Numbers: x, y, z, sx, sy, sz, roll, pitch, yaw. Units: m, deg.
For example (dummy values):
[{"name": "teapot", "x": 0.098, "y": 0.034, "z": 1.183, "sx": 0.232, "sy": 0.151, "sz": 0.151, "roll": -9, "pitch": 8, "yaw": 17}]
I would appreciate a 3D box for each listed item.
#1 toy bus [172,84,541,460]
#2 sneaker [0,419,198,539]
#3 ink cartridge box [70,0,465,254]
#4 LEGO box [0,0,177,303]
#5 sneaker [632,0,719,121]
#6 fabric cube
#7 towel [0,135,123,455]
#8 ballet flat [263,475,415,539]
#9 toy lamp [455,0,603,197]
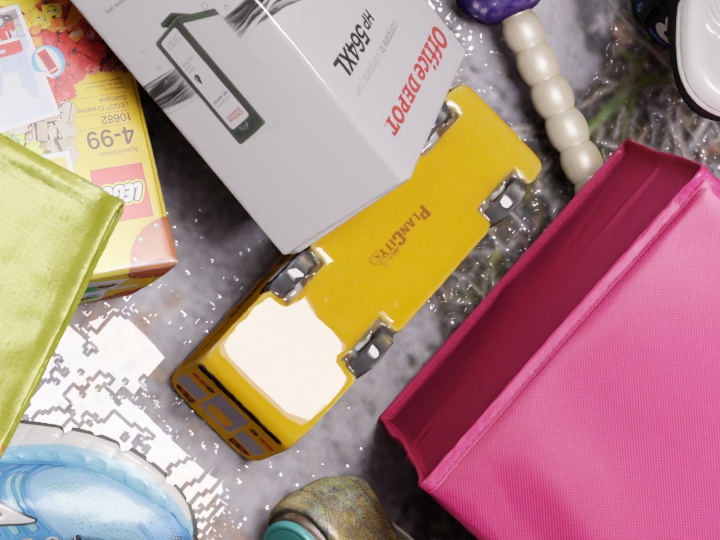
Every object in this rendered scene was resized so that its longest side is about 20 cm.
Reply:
[{"name": "toy bus", "x": 0.000, "y": 0.000, "z": 1.439, "sx": 0.065, "sy": 0.078, "sz": 0.200, "roll": 44, "pitch": 67, "yaw": -6}, {"name": "sneaker", "x": -0.174, "y": 0.118, "z": 1.344, "sx": 0.200, "sy": 0.078, "sz": 0.090, "roll": 14, "pitch": 62, "yaw": -8}, {"name": "ink cartridge box", "x": -0.050, "y": -0.130, "z": 1.393, "sx": 0.200, "sy": 0.084, "sz": 0.146, "roll": 50, "pitch": 30, "yaw": -16}, {"name": "LEGO box", "x": -0.205, "y": -0.050, "z": 1.372, "sx": 0.200, "sy": 0.077, "sz": 0.149, "roll": -11, "pitch": 82, "yaw": -22}, {"name": "sneaker", "x": 0.183, "y": -0.129, "z": 1.511, "sx": 0.073, "sy": 0.112, "sz": 0.200, "roll": 28, "pitch": 49, "yaw": -11}, {"name": "fabric cube", "x": 0.153, "y": 0.078, "z": 1.387, "sx": 0.199, "sy": 0.200, "sz": 0.196, "roll": 42, "pitch": 92, "yaw": -8}, {"name": "towel", "x": -0.183, "y": 0.035, "z": 1.302, "sx": 0.086, "sy": 0.018, "sz": 0.200, "roll": 30, "pitch": 70, "yaw": -13}, {"name": "ballet flat", "x": 0.028, "y": 0.187, "z": 1.421, "sx": 0.071, "sy": 0.071, "sz": 0.200, "roll": -32, "pitch": 91, "yaw": -24}, {"name": "toy lamp", "x": 0.111, "y": -0.060, "z": 1.507, "sx": 0.058, "sy": 0.058, "sz": 0.200, "roll": -23, "pitch": 85, "yaw": -23}]
